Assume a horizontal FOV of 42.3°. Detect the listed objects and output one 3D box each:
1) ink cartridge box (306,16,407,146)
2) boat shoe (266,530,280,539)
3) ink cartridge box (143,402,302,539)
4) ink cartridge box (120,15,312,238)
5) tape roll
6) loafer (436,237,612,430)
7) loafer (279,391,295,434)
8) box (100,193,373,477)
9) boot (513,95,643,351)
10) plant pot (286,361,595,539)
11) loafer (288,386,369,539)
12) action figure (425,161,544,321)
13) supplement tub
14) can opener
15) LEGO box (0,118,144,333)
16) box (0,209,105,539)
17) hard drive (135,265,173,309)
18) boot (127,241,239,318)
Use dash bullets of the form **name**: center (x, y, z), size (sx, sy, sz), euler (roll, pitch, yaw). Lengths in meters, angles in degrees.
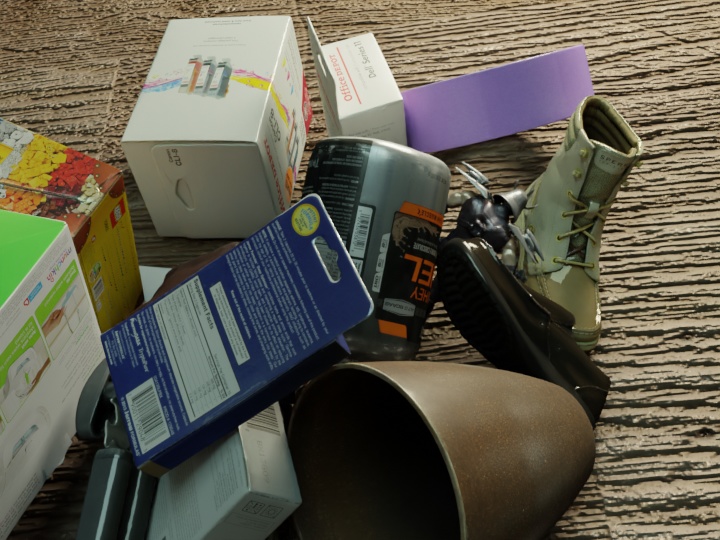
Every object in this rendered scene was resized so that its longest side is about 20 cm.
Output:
- **ink cartridge box**: center (0.003, -0.152, 0.934), size (0.067, 0.201, 0.118), euler (-16, 50, -4)
- **boat shoe**: center (-0.087, 0.237, 0.718), size (0.072, 0.062, 0.201), euler (-19, 50, -6)
- **ink cartridge box**: center (-0.129, 0.184, 0.706), size (0.200, 0.050, 0.109), euler (-49, 38, 25)
- **ink cartridge box**: center (-0.145, -0.152, 0.995), size (0.144, 0.146, 0.201), euler (2, 52, 10)
- **tape roll**: center (0.134, -0.173, 0.946), size (0.199, 0.066, 0.200), euler (-15, 10, 3)
- **loafer**: center (0.140, 0.050, 0.792), size (0.071, 0.073, 0.200), euler (-38, 94, -30)
- **loafer**: center (-0.145, 0.136, 0.794), size (0.199, 0.072, 0.063), euler (-9, 82, 26)
- **box**: center (-0.087, 0.044, 0.664), size (0.199, 0.032, 0.122), euler (-34, 54, 9)
- **boot**: center (0.201, -0.045, 0.840), size (0.072, 0.155, 0.201), euler (10, 48, -13)
- **plant pot**: center (0.078, 0.147, 0.689), size (0.199, 0.188, 0.187), euler (-7, 41, -40)
- **loafer**: center (-0.031, 0.185, 0.751), size (0.071, 0.063, 0.201), euler (-13, 50, -1)
- **action figure**: center (0.080, -0.011, 0.852), size (0.200, 0.069, 0.130), euler (-40, 68, 7)
- **supplement tub**: center (0.000, 0.000, 0.770), size (0.122, 0.122, 0.201), euler (10, 86, 17)
- **can opener**: center (-0.192, 0.158, 0.705), size (0.067, 0.053, 0.201), euler (-12, 57, 31)
- **LEGO box**: center (-0.283, -0.027, 0.826), size (0.148, 0.200, 0.077), euler (24, 57, 8)
- **box**: center (-0.287, 0.084, 0.704), size (0.096, 0.177, 0.201), euler (12, 47, 12)
- **hard drive**: center (-0.157, 0.058, 0.901), size (0.199, 0.025, 0.133), euler (4, 51, 13)
- **boot**: center (-0.131, 0.020, 0.810), size (0.199, 0.072, 0.167), euler (-25, 28, 29)
